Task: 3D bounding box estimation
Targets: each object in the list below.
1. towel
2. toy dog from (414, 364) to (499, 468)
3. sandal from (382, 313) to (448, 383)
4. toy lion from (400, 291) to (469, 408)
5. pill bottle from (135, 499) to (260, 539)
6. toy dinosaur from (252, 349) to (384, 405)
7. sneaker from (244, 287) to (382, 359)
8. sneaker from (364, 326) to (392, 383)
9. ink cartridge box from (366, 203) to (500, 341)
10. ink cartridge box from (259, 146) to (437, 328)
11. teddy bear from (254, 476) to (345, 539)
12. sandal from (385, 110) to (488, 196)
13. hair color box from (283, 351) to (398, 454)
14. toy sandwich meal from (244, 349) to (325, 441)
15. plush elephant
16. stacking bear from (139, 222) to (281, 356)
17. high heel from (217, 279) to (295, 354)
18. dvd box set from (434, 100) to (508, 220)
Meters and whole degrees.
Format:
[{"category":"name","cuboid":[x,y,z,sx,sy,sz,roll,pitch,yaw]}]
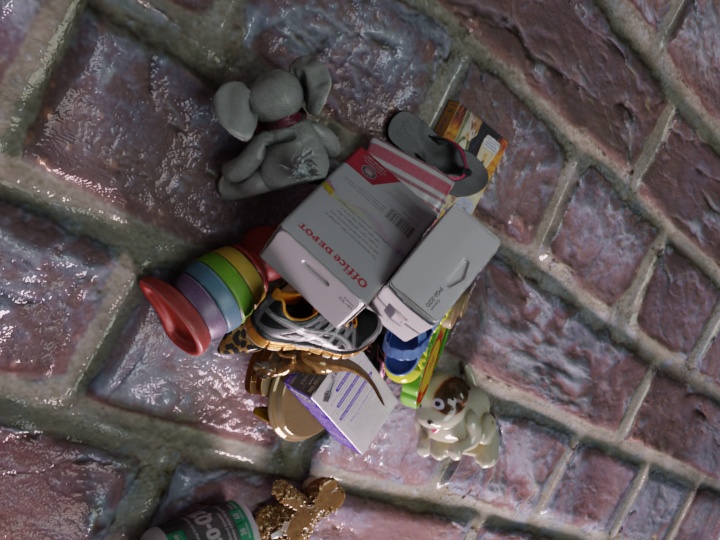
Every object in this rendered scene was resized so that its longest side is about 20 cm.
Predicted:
[{"category":"towel","cuboid":[0.036,-0.081,1.216,0.146,0.030,0.201,28,84,-9]},{"category":"toy dog","cuboid":[0.167,0.250,1.460,0.200,0.139,0.195,42,66,-52]},{"category":"sandal","cuboid":[0.085,0.070,1.231,0.087,0.079,0.201,45,60,-68]},{"category":"toy lion","cuboid":[0.115,0.128,1.352,0.200,0.068,0.193,-20,126,-74]},{"category":"pill bottle","cuboid":[-0.257,0.422,1.207,0.199,0.113,0.114,-11,115,-37]},{"category":"toy dinosaur","cuboid":[-0.052,0.124,1.151,0.060,0.199,0.107,-16,107,-69]},{"category":"sneaker","cuboid":[-0.051,0.066,1.089,0.199,0.078,0.077,3,134,-33]},{"category":"sneaker","cuboid":[0.027,0.124,1.338,0.095,0.079,0.201,-21,132,-14]},{"category":"ink cartridge box","cuboid":[0.092,0.009,1.100,0.085,0.200,0.146,40,77,-1]},{"category":"ink cartridge box","cuboid":[-0.013,-0.047,1.070,0.148,0.086,0.200,43,52,-1]},{"category":"teddy bear","cuboid":[-0.121,0.407,1.357,0.200,0.067,0.145,-48,123,-5]},{"category":"sandal","cuboid":[0.125,-0.176,1.274,0.199,0.045,0.075,31,89,-27]},{"category":"hair color box","cuboid":[-0.025,0.186,1.252,0.110,0.065,0.200,-54,142,-19]},{"category":"toy sandwich meal","cuboid":[-0.093,0.170,1.270,0.205,0.070,0.206,-25,125,-43]},{"category":"plush elephant","cuboid":[-0.106,-0.184,1.046,0.164,0.200,0.156,-14,94,-17]},{"category":"stacking bear","cuboid":[-0.174,0.013,1.106,0.200,0.113,0.122,-40,130,-26]},{"category":"high heel","cuboid":[-0.122,0.049,1.134,0.199,0.072,0.143,-32,167,-8]},{"category":"dvd box set","cuboid":[0.153,-0.158,1.351,0.146,0.029,0.201,28,90,-41]}]
